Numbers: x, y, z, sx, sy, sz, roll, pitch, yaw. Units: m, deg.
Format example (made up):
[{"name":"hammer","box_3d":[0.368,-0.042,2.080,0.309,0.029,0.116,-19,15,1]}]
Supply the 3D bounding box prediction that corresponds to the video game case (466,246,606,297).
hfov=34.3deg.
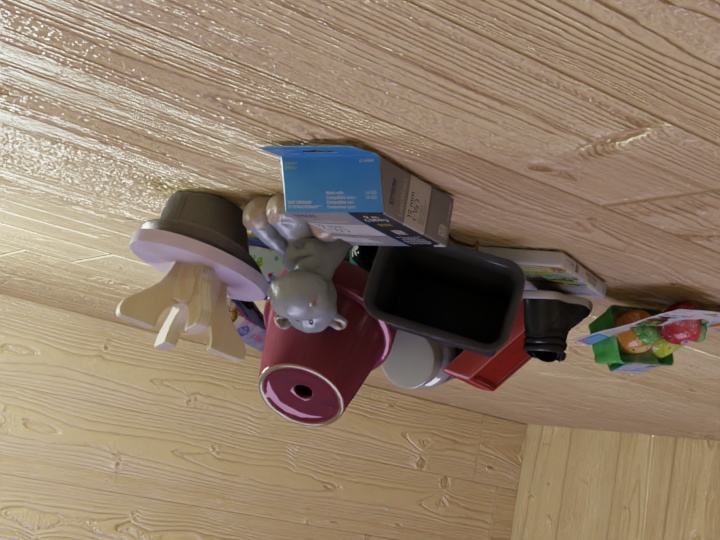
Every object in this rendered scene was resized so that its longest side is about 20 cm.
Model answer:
[{"name":"video game case","box_3d":[0.225,0.000,1.647,0.198,0.023,0.182,6,169,32]}]

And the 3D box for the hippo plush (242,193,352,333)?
[{"name":"hippo plush","box_3d":[-0.087,-0.003,1.563,0.158,0.163,0.200,8,169,15]}]

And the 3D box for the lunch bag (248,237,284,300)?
[{"name":"lunch bag","box_3d":[-0.121,0.006,1.872,0.159,0.083,0.200,10,170,10]}]

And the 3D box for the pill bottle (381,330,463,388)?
[{"name":"pill bottle","box_3d":[0.117,0.126,1.874,0.112,0.114,0.199,5,-173,27]}]

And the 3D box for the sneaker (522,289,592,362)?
[{"name":"sneaker","box_3d":[0.282,0.084,1.695,0.070,0.100,0.199,3,176,30]}]

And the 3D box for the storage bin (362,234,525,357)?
[{"name":"storage bin","box_3d":[0.117,0.035,1.569,0.198,0.147,0.134,16,166,11]}]

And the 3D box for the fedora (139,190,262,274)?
[{"name":"fedora","box_3d":[-0.215,-0.049,1.639,0.175,0.091,0.200,1,154,31]}]

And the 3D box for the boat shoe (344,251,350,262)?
[{"name":"boat shoe","box_3d":[0.001,-0.001,1.764,0.200,0.061,0.072,8,163,-25]}]

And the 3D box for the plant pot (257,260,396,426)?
[{"name":"plant pot","box_3d":[-0.060,0.113,1.667,0.198,0.180,0.201,11,136,11]}]

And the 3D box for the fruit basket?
[{"name":"fruit basket","box_3d":[0.442,0.093,1.707,0.184,0.095,0.199,6,165,-39]}]

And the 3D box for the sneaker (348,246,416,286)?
[{"name":"sneaker","box_3d":[0.077,0.010,1.685,0.198,0.072,0.080,19,167,1]}]

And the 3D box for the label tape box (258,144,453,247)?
[{"name":"label tape box","box_3d":[-0.006,-0.082,1.322,0.142,0.067,0.199,3,169,37]}]

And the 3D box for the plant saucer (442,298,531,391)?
[{"name":"plant saucer","box_3d":[0.239,0.119,1.841,0.037,0.200,0.199,52,-172,23]}]

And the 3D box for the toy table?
[{"name":"toy table","box_3d":[-0.230,0.038,1.575,0.198,0.118,0.184,19,159,-11]}]

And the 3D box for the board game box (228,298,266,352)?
[{"name":"board game box","box_3d":[-0.227,0.033,1.910,0.201,0.041,0.200,52,-178,17]}]
